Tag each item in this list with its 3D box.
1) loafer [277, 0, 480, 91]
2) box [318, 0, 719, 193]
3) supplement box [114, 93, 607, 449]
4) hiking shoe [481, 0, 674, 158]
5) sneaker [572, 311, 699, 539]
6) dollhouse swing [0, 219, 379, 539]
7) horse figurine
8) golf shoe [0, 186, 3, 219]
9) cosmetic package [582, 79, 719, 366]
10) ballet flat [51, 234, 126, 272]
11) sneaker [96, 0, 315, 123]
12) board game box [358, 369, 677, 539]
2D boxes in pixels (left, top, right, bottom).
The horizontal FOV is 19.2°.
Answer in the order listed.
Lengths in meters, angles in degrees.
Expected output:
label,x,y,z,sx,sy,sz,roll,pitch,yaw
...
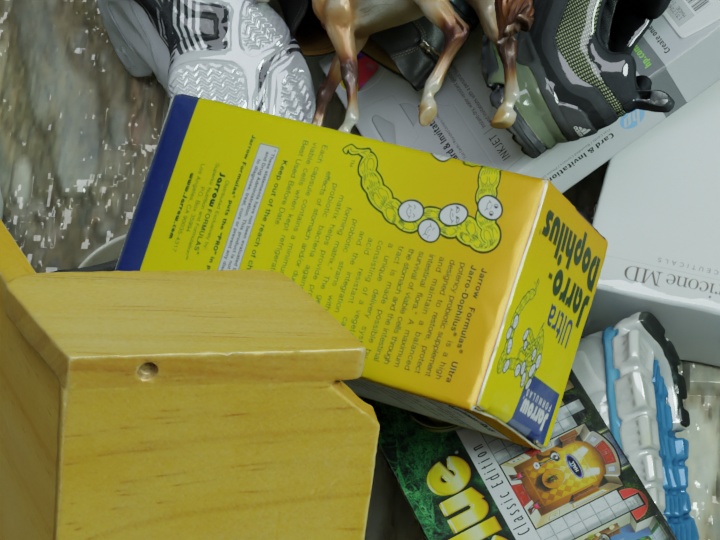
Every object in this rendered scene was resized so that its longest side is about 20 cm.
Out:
label,x,y,z,sx,sy,sz,roll,pitch,yaw
loafer,-0.022,-0.153,1.158,0.199,0.073,0.073,20,75,41
box,0.091,-0.115,1.133,0.199,0.041,0.156,-36,48,6
supplement box,0.000,0.000,1.012,0.198,0.109,0.110,15,82,25
hiking shoe,0.112,-0.155,1.080,0.100,0.076,0.202,-11,66,18
sneaker,0.122,0.126,1.063,0.086,0.075,0.202,-14,65,29
dollhouse swing,-0.103,0.074,0.997,0.180,0.202,0.176,-1,32,-14
horse figurine,0.021,-0.129,1.056,0.199,0.050,0.134,-10,74,45
golf shoe,-0.236,-0.026,1.146,0.075,0.092,0.202,-12,63,1
cosmetic package,0.185,-0.057,1.133,0.100,0.071,0.202,12,67,10
ballet flat,-0.087,-0.006,1.138,0.198,0.068,0.069,-17,52,-3
sneaker,-0.087,-0.123,1.174,0.075,0.115,0.201,-30,81,-9
board game box,0.079,0.109,1.010,0.104,0.024,0.201,-28,49,-3
